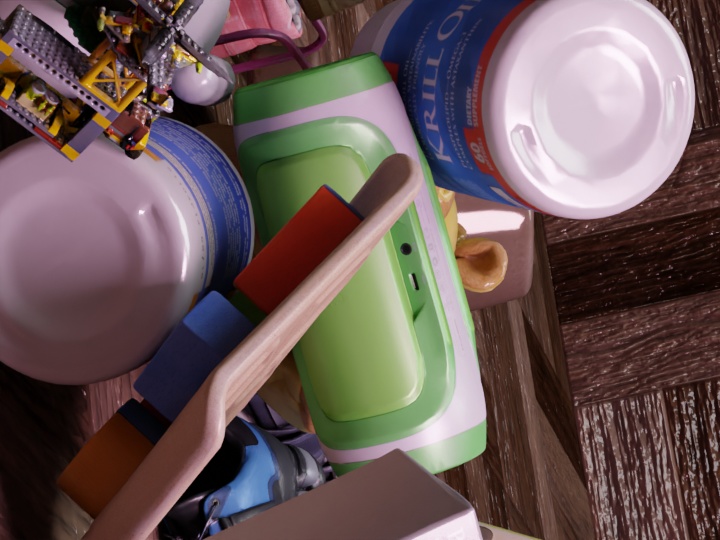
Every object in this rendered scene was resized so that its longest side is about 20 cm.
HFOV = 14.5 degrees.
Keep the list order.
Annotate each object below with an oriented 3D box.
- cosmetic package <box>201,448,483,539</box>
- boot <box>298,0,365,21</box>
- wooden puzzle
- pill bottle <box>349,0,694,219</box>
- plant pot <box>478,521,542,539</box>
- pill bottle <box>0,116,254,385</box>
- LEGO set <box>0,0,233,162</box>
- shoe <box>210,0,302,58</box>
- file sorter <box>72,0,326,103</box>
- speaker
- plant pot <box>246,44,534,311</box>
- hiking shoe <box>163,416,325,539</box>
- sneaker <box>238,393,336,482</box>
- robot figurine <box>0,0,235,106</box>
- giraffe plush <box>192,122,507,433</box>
[{"bbox_3d":[-0.039,0.169,1.200,0.090,0.200,0.107,39,-30,64],"label":"cosmetic package"},{"bbox_3d":[0.038,-0.223,1.531,0.200,0.155,0.073,-89,162,-48],"label":"boot"},{"bbox_3d":[-0.066,0.045,1.249,0.046,0.185,0.200,39,45,-1],"label":"wooden puzzle"},{"bbox_3d":[0.070,-0.090,1.397,0.200,0.112,0.112,16,-57,65],"label":"pill bottle"},{"bbox_3d":[0.085,0.259,1.557,0.200,0.199,0.182,-58,158,-45],"label":"plant pot"},{"bbox_3d":[-0.110,-0.015,1.303,0.200,0.112,0.112,-31,109,-79],"label":"pill bottle"},{"bbox_3d":[-0.129,-0.148,1.154,0.200,0.116,0.154,42,30,-12],"label":"LEGO set"},{"bbox_3d":[-0.093,-0.225,1.716,0.071,0.091,0.200,27,51,-77],"label":"shoe"},{"bbox_3d":[-0.094,-0.176,1.556,0.139,0.125,0.200,54,25,-65],"label":"file sorter"},{"bbox_3d":[0.000,0.000,1.369,0.088,0.088,0.200,-42,117,-79],"label":"speaker"},{"bbox_3d":[0.017,-0.041,1.744,0.200,0.174,0.201,-1,90,-89],"label":"plant pot"},{"bbox_3d":[-0.074,0.159,1.476,0.087,0.074,0.200,39,34,-30],"label":"hiking shoe"},{"bbox_3d":[-0.034,0.123,1.621,0.146,0.077,0.203,82,-9,-66],"label":"sneaker"},{"bbox_3d":[-0.128,-0.139,1.353,0.170,0.113,0.200,39,8,5],"label":"robot figurine"},{"bbox_3d":[-0.008,-0.016,1.529,0.173,0.162,0.200,60,-27,3],"label":"giraffe plush"}]
